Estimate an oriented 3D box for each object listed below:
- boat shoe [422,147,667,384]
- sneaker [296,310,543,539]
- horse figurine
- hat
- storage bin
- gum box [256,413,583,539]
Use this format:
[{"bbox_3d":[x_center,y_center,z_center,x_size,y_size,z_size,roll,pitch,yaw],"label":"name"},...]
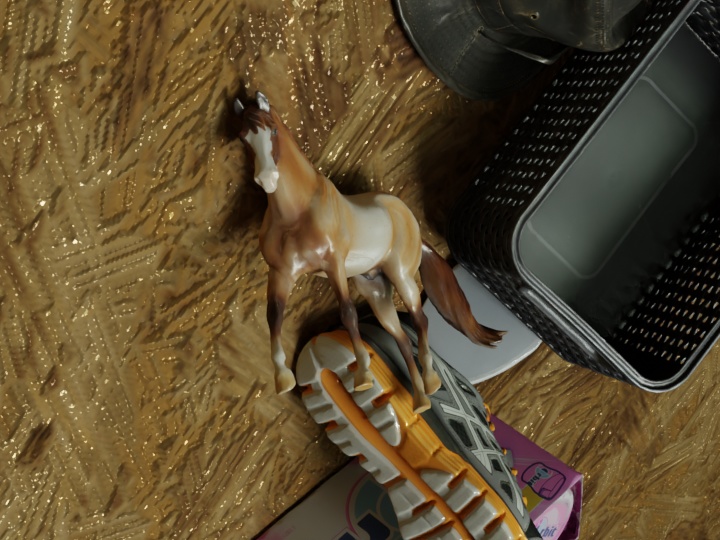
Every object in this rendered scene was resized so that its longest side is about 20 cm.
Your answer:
[{"bbox_3d":[0.109,-0.004,0.891,0.200,0.070,0.066,-49,168,-6],"label":"boat shoe"},{"bbox_3d":[0.051,0.105,0.808,0.078,0.201,0.077,-33,-178,43],"label":"sneaker"},{"bbox_3d":[0.000,0.000,0.727,0.050,0.133,0.200,-22,160,29],"label":"horse figurine"},{"bbox_3d":[0.109,-0.162,0.740,0.200,0.081,0.202,-32,139,-32],"label":"hat"},{"bbox_3d":[0.161,-0.050,0.807,0.135,0.094,0.200,41,82,-18],"label":"storage bin"},{"bbox_3d":[0.027,0.171,0.878,0.200,0.113,0.066,-36,142,-28],"label":"gum box"}]
